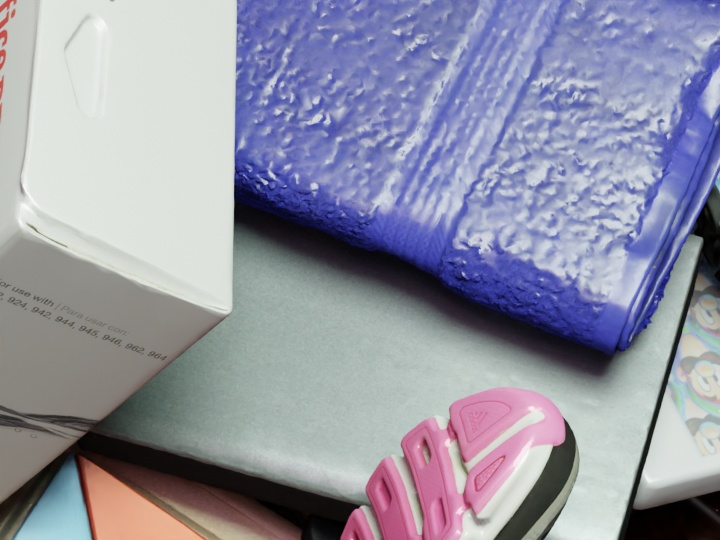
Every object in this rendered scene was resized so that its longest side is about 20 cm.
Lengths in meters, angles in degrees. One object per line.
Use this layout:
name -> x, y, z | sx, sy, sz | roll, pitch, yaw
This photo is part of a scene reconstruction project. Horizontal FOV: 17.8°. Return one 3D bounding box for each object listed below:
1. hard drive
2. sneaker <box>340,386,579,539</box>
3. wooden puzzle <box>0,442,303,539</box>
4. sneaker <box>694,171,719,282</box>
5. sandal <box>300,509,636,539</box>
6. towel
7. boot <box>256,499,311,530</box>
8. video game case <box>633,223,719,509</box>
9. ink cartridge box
hard drive -> 0.011, 0.027, 0.840 | 0.200, 0.033, 0.140 | 14, 61, 11
sneaker -> 0.032, 0.128, 0.770 | 0.087, 0.200, 0.074 | 20, 23, -18
wooden puzzle -> -0.089, 0.155, 0.825 | 0.200, 0.037, 0.185 | 31, 71, 3
sneaker -> 0.151, -0.063, 0.891 | 0.072, 0.072, 0.200 | -14, 54, 7
sandal -> 0.066, 0.072, 0.875 | 0.200, 0.048, 0.075 | -31, 73, -37
towel -> 0.034, -0.064, 0.839 | 0.200, 0.050, 0.148 | 22, 70, 14
boot -> 0.000, 0.000, 0.930 | 0.200, 0.066, 0.175 | -42, 72, -18
video game case -> 0.158, -0.006, 0.915 | 0.200, 0.024, 0.182 | -11, 58, -23
ink cartridge box -> -0.132, -0.008, 0.789 | 0.084, 0.200, 0.146 | 25, 45, -31
